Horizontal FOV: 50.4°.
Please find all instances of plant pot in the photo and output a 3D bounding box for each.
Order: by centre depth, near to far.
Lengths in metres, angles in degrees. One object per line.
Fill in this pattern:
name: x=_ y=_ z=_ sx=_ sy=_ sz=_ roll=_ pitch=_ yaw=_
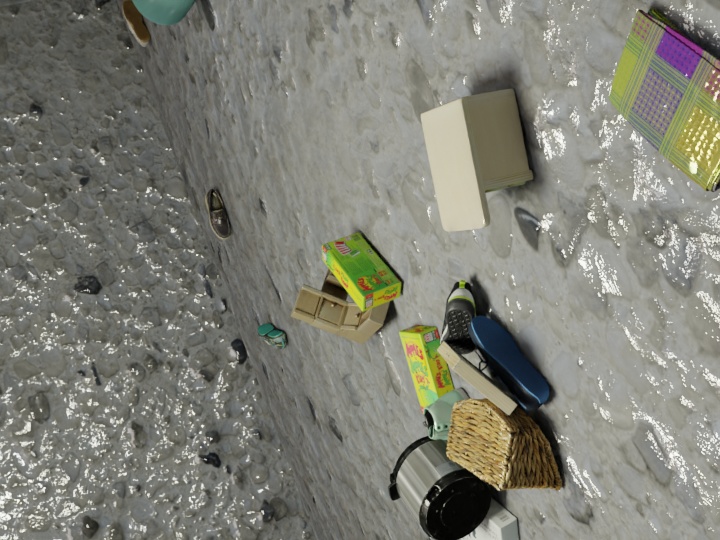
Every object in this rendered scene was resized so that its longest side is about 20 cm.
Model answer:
plant pot: x=-0.586 y=-0.879 z=2.345 sx=0.160 sy=0.199 sz=0.203 roll=-9 pitch=100 yaw=54

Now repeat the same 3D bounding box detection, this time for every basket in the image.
basket: x=0.279 y=0.319 z=1.459 sx=0.200 sy=0.148 sz=0.144 roll=15 pitch=98 yaw=65

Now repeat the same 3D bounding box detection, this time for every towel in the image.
towel: x=0.379 y=-0.201 z=0.905 sx=0.201 sy=0.023 sz=0.144 roll=55 pitch=153 yaw=35

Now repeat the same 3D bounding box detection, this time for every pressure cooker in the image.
pressure cooker: x=0.169 y=0.456 z=1.656 sx=0.180 sy=0.175 sz=0.200 roll=-62 pitch=31 yaw=8

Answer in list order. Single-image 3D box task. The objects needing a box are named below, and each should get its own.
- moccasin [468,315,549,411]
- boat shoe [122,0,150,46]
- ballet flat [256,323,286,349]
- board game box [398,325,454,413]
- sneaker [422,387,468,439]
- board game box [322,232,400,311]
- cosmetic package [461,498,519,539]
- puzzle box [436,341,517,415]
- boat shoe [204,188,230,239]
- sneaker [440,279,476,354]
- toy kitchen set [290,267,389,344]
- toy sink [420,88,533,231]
moccasin: x=0.257 y=0.174 z=1.399 sx=0.201 sy=0.080 sz=0.069 roll=57 pitch=147 yaw=31
boat shoe: x=-0.931 y=-1.015 z=3.160 sx=0.202 sy=0.070 sz=0.069 roll=66 pitch=155 yaw=7
ballet flat: x=-0.321 y=0.246 z=2.785 sx=0.200 sy=0.074 sz=0.075 roll=19 pitch=125 yaw=64
board game box: x=0.154 y=0.227 z=1.716 sx=0.101 sy=0.047 sz=0.202 roll=-3 pitch=105 yaw=67
sneaker: x=0.208 y=0.358 z=1.610 sx=0.201 sy=0.117 sz=0.074 roll=59 pitch=153 yaw=22
board game box: x=0.000 y=0.000 z=1.798 sx=0.200 sy=0.101 sz=0.048 roll=51 pitch=151 yaw=39
cosmetic package: x=0.277 y=0.573 z=1.712 sx=0.200 sy=0.051 sz=0.152 roll=28 pitch=135 yaw=58
puzzle box: x=0.212 y=0.195 z=1.420 sx=0.133 sy=0.025 sz=0.200 roll=38 pitch=-178 yaw=-3
boat shoe: x=-0.544 y=-0.217 z=2.920 sx=0.065 sy=0.071 sz=0.202 roll=128 pitch=126 yaw=-69
sneaker: x=0.200 y=0.092 z=1.513 sx=0.201 sy=0.071 sz=0.083 roll=91 pitch=-173 yaw=-54
toy kitchen set: x=-0.040 y=0.053 z=1.893 sx=0.181 sy=0.198 sz=0.165 roll=130 pitch=159 yaw=-64
toy sink: x=0.192 y=-0.175 z=1.235 sx=0.130 sy=0.111 sz=0.202 roll=-2 pitch=101 yaw=66
